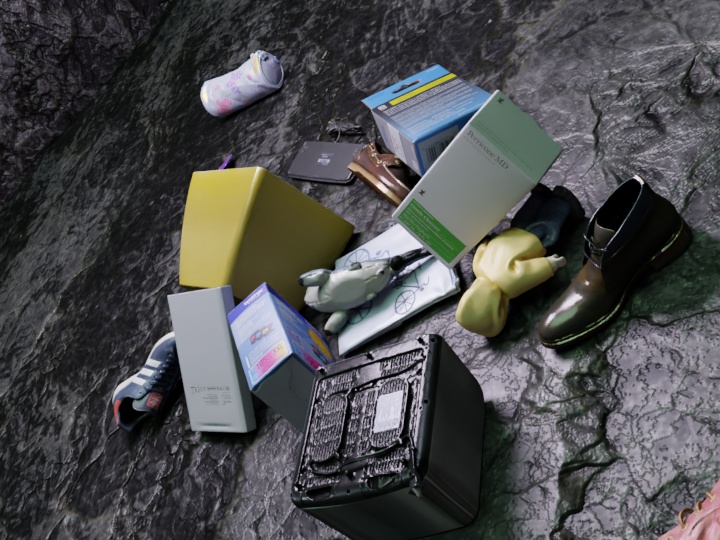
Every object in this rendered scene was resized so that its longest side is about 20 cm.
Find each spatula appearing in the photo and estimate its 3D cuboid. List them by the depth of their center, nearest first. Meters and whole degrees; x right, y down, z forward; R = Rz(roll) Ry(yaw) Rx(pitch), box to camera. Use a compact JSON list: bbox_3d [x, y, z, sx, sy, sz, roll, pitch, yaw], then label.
[{"bbox_3d":[-0.276,-0.170,1.686,0.057,0.020,0.201,-45,34,26],"label":"spatula"}]

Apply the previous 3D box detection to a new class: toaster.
[{"bbox_3d":[0.030,0.188,0.900,0.180,0.119,0.201,-22,40,33],"label":"toaster"}]

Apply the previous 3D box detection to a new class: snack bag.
[{"bbox_3d":[0.046,0.006,1.157,0.199,0.021,0.190,-31,37,23],"label":"snack bag"}]

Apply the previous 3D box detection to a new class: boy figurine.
[{"bbox_3d":[0.185,-0.010,0.984,0.124,0.064,0.201,17,69,53],"label":"boy figurine"}]

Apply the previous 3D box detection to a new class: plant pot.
[{"bbox_3d":[-0.163,-0.029,1.282,0.199,0.199,0.178,4,69,49],"label":"plant pot"}]

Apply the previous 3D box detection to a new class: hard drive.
[{"bbox_3d":[-0.213,0.127,1.194,0.131,0.027,0.202,-8,93,43],"label":"hard drive"}]

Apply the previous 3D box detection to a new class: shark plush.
[{"bbox_3d":[0.000,0.000,1.141,0.199,0.091,0.083,-36,5,24],"label":"shark plush"}]

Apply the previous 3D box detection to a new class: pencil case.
[{"bbox_3d":[-0.263,-0.409,1.859,0.199,0.091,0.084,-19,42,36],"label":"pencil case"}]

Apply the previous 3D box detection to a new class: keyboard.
[{"bbox_3d":[-0.047,-0.210,1.482,0.199,0.021,0.128,15,73,52],"label":"keyboard"}]

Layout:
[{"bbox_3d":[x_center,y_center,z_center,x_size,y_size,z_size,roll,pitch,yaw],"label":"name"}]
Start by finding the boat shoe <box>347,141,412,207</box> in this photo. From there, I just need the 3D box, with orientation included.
[{"bbox_3d":[0.041,-0.149,1.276,0.070,0.070,0.200,-46,34,2],"label":"boat shoe"}]

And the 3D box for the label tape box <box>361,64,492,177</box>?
[{"bbox_3d":[0.106,-0.228,1.253,0.143,0.064,0.200,-26,33,-8],"label":"label tape box"}]

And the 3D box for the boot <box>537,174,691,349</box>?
[{"bbox_3d":[0.247,-0.010,0.885,0.200,0.097,0.075,-44,34,4],"label":"boot"}]

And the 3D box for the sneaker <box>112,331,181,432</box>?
[{"bbox_3d":[-0.320,0.181,1.335,0.200,0.075,0.085,-46,31,19],"label":"sneaker"}]

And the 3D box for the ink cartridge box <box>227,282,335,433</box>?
[{"bbox_3d":[-0.096,0.109,1.103,0.076,0.136,0.200,-41,34,5],"label":"ink cartridge box"}]

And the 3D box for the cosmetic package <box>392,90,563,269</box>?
[{"bbox_3d":[0.136,-0.104,1.012,0.085,0.107,0.200,-47,-3,-37],"label":"cosmetic package"}]

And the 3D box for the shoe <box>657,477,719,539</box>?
[{"bbox_3d":[0.280,0.197,0.658,0.090,0.071,0.202,-8,54,35],"label":"shoe"}]
